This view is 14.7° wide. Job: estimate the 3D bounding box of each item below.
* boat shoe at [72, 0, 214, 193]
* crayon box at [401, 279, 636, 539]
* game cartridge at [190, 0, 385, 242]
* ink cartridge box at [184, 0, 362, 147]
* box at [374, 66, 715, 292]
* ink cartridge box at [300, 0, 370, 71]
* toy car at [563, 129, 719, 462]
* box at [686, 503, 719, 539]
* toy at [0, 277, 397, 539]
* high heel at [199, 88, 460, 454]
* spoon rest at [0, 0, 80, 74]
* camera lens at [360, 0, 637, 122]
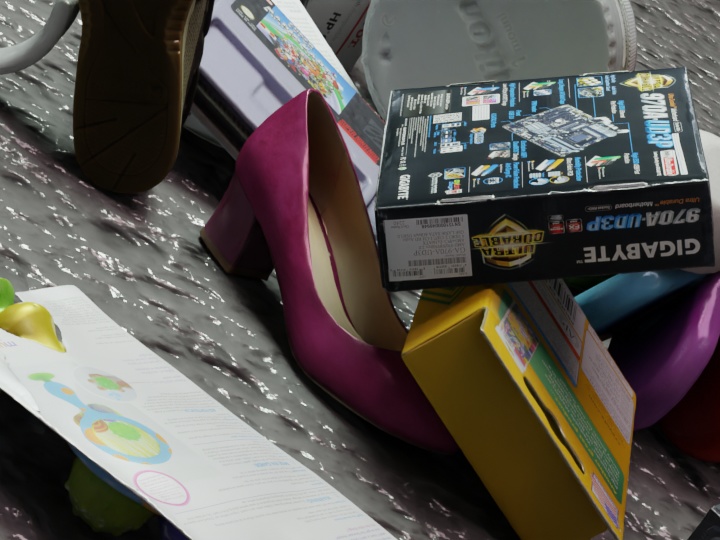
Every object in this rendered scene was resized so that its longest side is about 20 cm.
[{"bbox_3d":[-0.110,-0.142,1.413,0.073,0.200,0.065,11,10,-3],"label":"boat shoe"},{"bbox_3d":[0.079,0.057,1.362,0.126,0.052,0.200,57,15,-11],"label":"crayon box"},{"bbox_3d":[-0.043,-0.089,1.527,0.200,0.038,0.130,47,28,-7],"label":"game cartridge"},{"bbox_3d":[-0.046,-0.083,1.608,0.200,0.057,0.163,60,25,11],"label":"ink cartridge box"},{"bbox_3d":[0.090,-0.049,1.389,0.159,0.046,0.200,-5,20,4],"label":"box"},{"bbox_3d":[-0.032,-0.200,1.772,0.200,0.116,0.067,11,29,-47],"label":"ink cartridge box"},{"bbox_3d":[0.178,0.028,1.547,0.200,0.175,0.150,26,57,-22],"label":"toy car"},{"bbox_3d":[0.264,0.177,1.449,0.160,0.044,0.200,42,21,21],"label":"box"},{"bbox_3d":[-0.091,0.076,1.120,0.200,0.047,0.115,39,23,25],"label":"toy"},{"bbox_3d":[0.000,0.000,1.370,0.200,0.096,0.067,44,22,28],"label":"high heel"},{"bbox_3d":[-0.244,-0.147,1.418,0.200,0.061,0.099,20,18,0],"label":"spoon rest"},{"bbox_3d":[0.087,-0.137,1.705,0.160,0.160,0.200,35,8,3],"label":"camera lens"}]
